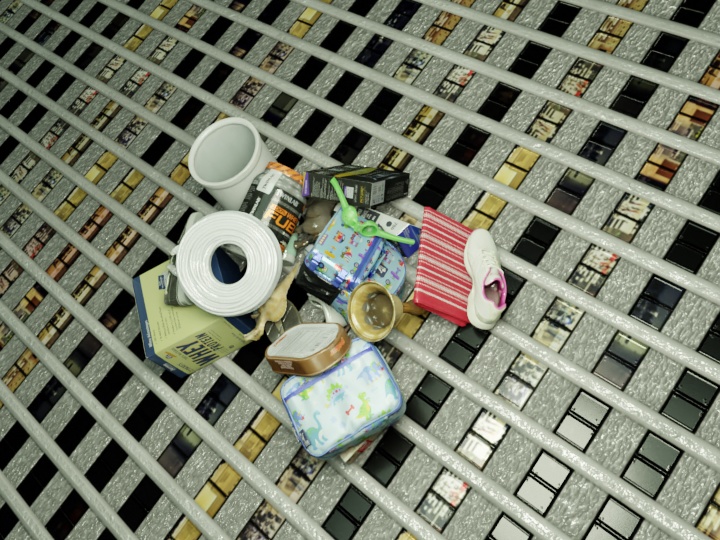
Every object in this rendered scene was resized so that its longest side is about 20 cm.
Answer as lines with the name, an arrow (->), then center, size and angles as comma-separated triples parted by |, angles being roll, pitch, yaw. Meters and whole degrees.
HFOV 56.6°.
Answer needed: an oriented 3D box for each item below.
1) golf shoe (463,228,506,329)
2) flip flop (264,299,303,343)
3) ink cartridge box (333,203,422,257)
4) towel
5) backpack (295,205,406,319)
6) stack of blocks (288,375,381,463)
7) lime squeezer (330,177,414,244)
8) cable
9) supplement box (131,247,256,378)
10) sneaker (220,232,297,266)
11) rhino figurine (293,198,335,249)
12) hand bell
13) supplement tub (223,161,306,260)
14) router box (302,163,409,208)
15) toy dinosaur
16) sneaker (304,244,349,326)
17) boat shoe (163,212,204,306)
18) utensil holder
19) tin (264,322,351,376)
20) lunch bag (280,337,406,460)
golf shoe -> 0.242, 0.005, 1.255 | 0.074, 0.092, 0.203 | 5, 66, -14
flip flop -> -0.123, 0.147, 1.352 | 0.081, 0.058, 0.201 | -41, 74, 2
ink cartridge box -> 0.045, -0.082, 1.372 | 0.198, 0.100, 0.040 | 23, 73, 29
towel -> 0.164, -0.007, 1.281 | 0.022, 0.143, 0.203 | -22, 52, 50
backpack -> 0.000, 0.000, 1.293 | 0.199, 0.135, 0.183 | 35, 58, 2
stack of blocks -> -0.050, 0.245, 1.249 | 0.115, 0.059, 0.200 | -44, 70, -5
lime squeezer -> 0.007, -0.093, 1.251 | 0.199, 0.071, 0.038 | 38, 120, 5
cable -> -0.249, -0.015, 1.270 | 0.200, 0.069, 0.200 | -44, 90, -2
supplement box -> -0.349, 0.081, 1.416 | 0.198, 0.134, 0.202 | -27, 58, 5
sneaker -> -0.230, -0.083, 1.478 | 0.197, 0.074, 0.120 | 9, 73, 6
rhino figurine -> -0.093, -0.136, 1.465 | 0.086, 0.060, 0.202 | -13, 44, 26
hand bell -> 0.076, 0.069, 1.238 | 0.103, 0.199, 0.106 | 1, 92, 37
supplement tub -> -0.189, -0.112, 1.375 | 0.121, 0.122, 0.202 | 21, 84, 27
router box -> -0.005, -0.178, 1.387 | 0.155, 0.199, 0.053 | 13, 108, 24
toy dinosaur -> -0.173, 0.051, 1.340 | 0.201, 0.058, 0.101 | -56, 48, 13
sneaker -> -0.081, 0.034, 1.376 | 0.070, 0.073, 0.201 | -28, 60, -4
boat shoe -> -0.358, -0.026, 1.353 | 0.063, 0.071, 0.203 | -3, 64, 17
utensil holder -> -0.258, -0.209, 1.487 | 0.167, 0.200, 0.172 | -8, 63, 17
tin -> -0.097, 0.139, 1.211 | 0.112, 0.042, 0.199 | -39, 20, -34
lunch bag -> -0.033, 0.224, 1.180 | 0.198, 0.083, 0.162 | -29, 65, 0
